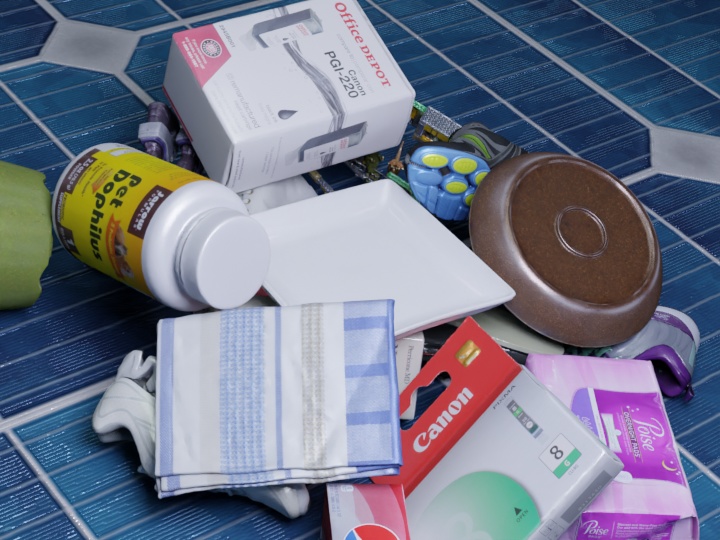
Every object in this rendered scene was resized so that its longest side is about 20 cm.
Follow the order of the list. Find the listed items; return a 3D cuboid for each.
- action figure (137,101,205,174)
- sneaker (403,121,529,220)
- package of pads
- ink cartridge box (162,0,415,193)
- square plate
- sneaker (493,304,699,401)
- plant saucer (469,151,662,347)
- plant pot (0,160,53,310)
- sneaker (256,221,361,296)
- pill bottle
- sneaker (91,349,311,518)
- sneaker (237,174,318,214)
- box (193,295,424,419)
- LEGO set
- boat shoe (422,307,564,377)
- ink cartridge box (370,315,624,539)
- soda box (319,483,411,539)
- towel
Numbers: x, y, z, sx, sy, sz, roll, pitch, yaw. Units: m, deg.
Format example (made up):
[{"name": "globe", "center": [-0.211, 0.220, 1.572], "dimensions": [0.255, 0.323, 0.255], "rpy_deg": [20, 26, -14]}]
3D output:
[{"name": "action figure", "center": [-0.192, -0.069, 1.499], "dimensions": [0.129, 0.070, 0.201], "rpy_deg": [3, 50, 22]}, {"name": "sneaker", "center": [0.099, -0.098, 1.506], "dimensions": [0.083, 0.071, 0.199], "rpy_deg": [45, 27, 26]}, {"name": "package of pads", "center": [0.204, 0.156, 1.321], "dimensions": [0.119, 0.076, 0.201], "rpy_deg": [2, 38, -6]}, {"name": "ink cartridge box", "center": [-0.068, -0.171, 1.508], "dimensions": [0.198, 0.085, 0.146], "rpy_deg": [-17, 61, -26]}, {"name": "square plate", "center": [0.000, 0.000, 1.369], "dimensions": [0.198, 0.029, 0.198], "rpy_deg": [-16, 42, -31]}, {"name": "sneaker", "center": [0.215, 0.063, 1.449], "dimensions": [0.197, 0.075, 0.088], "rpy_deg": [11, 42, 1]}, {"name": "plant saucer", "center": [0.195, -0.028, 1.435], "dimensions": [0.198, 0.035, 0.202], "rpy_deg": [10, 59, -18]}, {"name": "plant pot", "center": [-0.373, -0.034, 1.376], "dimensions": [0.188, 0.202, 0.201], "rpy_deg": [6, 35, -26]}, {"name": "sneaker", "center": [-0.028, -0.009, 1.474], "dimensions": [0.198, 0.088, 0.074], "rpy_deg": [-8, 39, -21]}, {"name": "pill bottle", "center": [-0.166, -0.034, 1.328], "dimensions": [0.109, 0.111, 0.199], "rpy_deg": [-24, 32, -36]}, {"name": "sneaker", "center": [-0.129, 0.149, 1.276], "dimensions": [0.199, 0.075, 0.081], "rpy_deg": [31, 67, 17]}, {"name": "sneaker", "center": [-0.113, -0.054, 1.505], "dimensions": [0.085, 0.072, 0.200], "rpy_deg": [55, 31, -11]}, {"name": "box", "center": [-0.048, 0.073, 1.360], "dimensions": [0.197, 0.083, 0.068], "rpy_deg": [4, 20, -4]}, {"name": "LEGO set", "center": [0.020, -0.109, 1.620], "dimensions": [0.198, 0.116, 0.155], "rpy_deg": [25, 58, 0]}, {"name": "boat shoe", "center": [0.084, 0.062, 1.432], "dimensions": [0.199, 0.064, 0.074], "rpy_deg": [14, 18, 4]}, {"name": "ink cartridge box", "center": [0.087, 0.145, 1.256], "dimensions": [0.161, 0.050, 0.200], "rpy_deg": [-48, 55, 4]}, {"name": "soda box", "center": [0.009, 0.250, 1.162], "dimensions": [0.063, 0.071, 0.201], "rpy_deg": [2, 38, -9]}, {"name": "towel", "center": [-0.066, 0.099, 1.238], "dimensions": [0.197, 0.024, 0.149], "rpy_deg": [-6, 69, 6]}]
